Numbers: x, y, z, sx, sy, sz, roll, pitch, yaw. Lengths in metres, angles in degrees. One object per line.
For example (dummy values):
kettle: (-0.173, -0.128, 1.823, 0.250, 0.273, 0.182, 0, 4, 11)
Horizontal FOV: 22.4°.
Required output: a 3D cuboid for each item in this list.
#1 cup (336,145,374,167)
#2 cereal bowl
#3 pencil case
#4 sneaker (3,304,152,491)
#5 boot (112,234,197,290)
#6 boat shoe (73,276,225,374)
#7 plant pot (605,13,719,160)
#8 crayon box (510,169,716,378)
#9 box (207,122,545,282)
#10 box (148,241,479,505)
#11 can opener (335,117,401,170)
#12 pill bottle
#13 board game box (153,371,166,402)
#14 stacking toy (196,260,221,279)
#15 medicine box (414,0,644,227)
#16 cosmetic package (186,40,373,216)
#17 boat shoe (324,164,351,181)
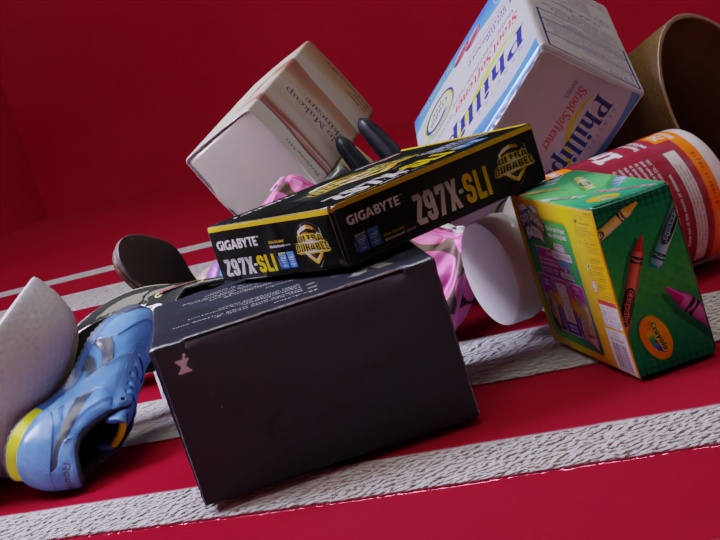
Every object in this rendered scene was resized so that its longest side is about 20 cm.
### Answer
cup: (-0.031, -0.046, 1.865, 0.200, 0.143, 0.200, -17, 8, 2)
cereal bowl: (-0.293, 0.107, 1.482, 0.200, 0.083, 0.200, -52, 9, 12)
pencil case: (0.005, -0.017, 1.505, 0.200, 0.094, 0.091, 17, 25, 13)
sneaker: (-0.197, 0.103, 1.433, 0.078, 0.066, 0.200, 7, 39, 25)
boot: (-0.232, 0.047, 1.671, 0.200, 0.064, 0.186, -20, -34, 26)
boat shoe: (-0.155, 0.045, 1.540, 0.201, 0.074, 0.063, -14, 1, 0)
plant pot: (0.251, -0.098, 1.611, 0.200, 0.186, 0.186, -31, -2, 41)
crayon box: (0.170, -0.003, 1.261, 0.058, 0.119, 0.200, -19, 9, -8)
box: (0.013, -0.049, 1.334, 0.200, 0.049, 0.160, -24, 12, -35)
box: (-0.038, 0.062, 1.278, 0.197, 0.117, 0.200, -18, 8, -3)
can opener: (0.051, -0.054, 1.636, 0.063, 0.200, 0.079, -45, -5, -11)
pill bottle: (0.186, -0.031, 1.429, 0.200, 0.113, 0.113, -21, 9, -22)
board game box: (-0.087, 0.082, 1.526, 0.134, 0.034, 0.200, -21, 9, -18)
stacking toy: (-0.076, -0.011, 1.703, 0.085, 0.085, 0.200, -27, -11, -47)
medicine box: (0.139, -0.138, 1.563, 0.182, 0.103, 0.200, -58, 16, 24)
cosmetic package: (-0.071, -0.127, 1.701, 0.087, 0.103, 0.200, -37, 12, 28)
boat shoe: (-0.070, -0.018, 1.604, 0.200, 0.071, 0.072, -39, 6, 8)
